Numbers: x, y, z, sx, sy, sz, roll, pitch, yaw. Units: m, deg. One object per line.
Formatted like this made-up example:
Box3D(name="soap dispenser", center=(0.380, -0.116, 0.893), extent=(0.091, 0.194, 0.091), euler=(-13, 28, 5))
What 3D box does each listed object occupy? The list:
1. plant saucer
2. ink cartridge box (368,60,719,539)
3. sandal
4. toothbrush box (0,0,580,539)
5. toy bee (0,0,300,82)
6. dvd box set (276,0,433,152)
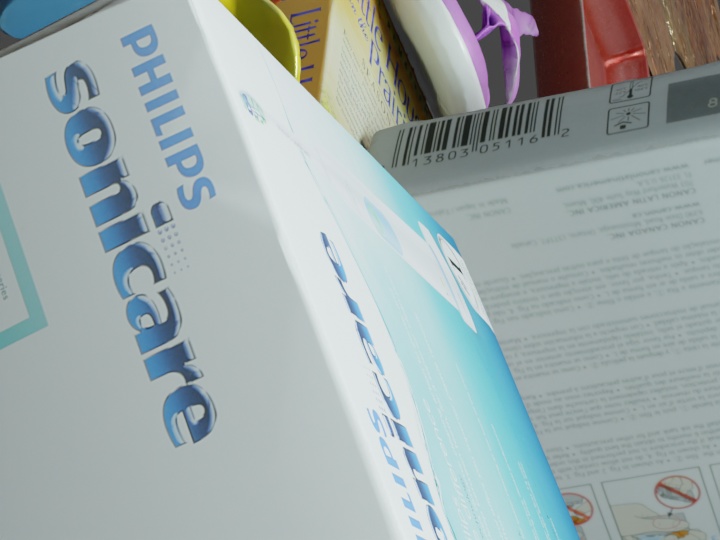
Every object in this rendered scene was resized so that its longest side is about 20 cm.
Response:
Box3D(name="plant saucer", center=(0.134, -0.107, 1.336), extent=(0.200, 0.037, 0.200), euler=(59, 25, -51))
Box3D(name="ink cartridge box", center=(0.106, 0.028, 0.761), extent=(0.047, 0.160, 0.200), euler=(-80, 153, -50))
Box3D(name="sandal", center=(0.039, -0.090, 0.878), extent=(0.083, 0.050, 0.203), euler=(61, 1, 2))
Box3D(name="toothbrush box", center=(-0.016, 0.044, 0.513), extent=(0.147, 0.085, 0.200), euler=(68, 10, 20))
Box3D(name="toy bee", center=(-0.042, -0.092, 0.527), extent=(0.200, 0.108, 0.131), euler=(-53, 125, -75))
Box3D(name="dvd box set", center=(0.000, 0.000, 0.763), extent=(0.200, 0.029, 0.147), euler=(-85, 157, -46))
